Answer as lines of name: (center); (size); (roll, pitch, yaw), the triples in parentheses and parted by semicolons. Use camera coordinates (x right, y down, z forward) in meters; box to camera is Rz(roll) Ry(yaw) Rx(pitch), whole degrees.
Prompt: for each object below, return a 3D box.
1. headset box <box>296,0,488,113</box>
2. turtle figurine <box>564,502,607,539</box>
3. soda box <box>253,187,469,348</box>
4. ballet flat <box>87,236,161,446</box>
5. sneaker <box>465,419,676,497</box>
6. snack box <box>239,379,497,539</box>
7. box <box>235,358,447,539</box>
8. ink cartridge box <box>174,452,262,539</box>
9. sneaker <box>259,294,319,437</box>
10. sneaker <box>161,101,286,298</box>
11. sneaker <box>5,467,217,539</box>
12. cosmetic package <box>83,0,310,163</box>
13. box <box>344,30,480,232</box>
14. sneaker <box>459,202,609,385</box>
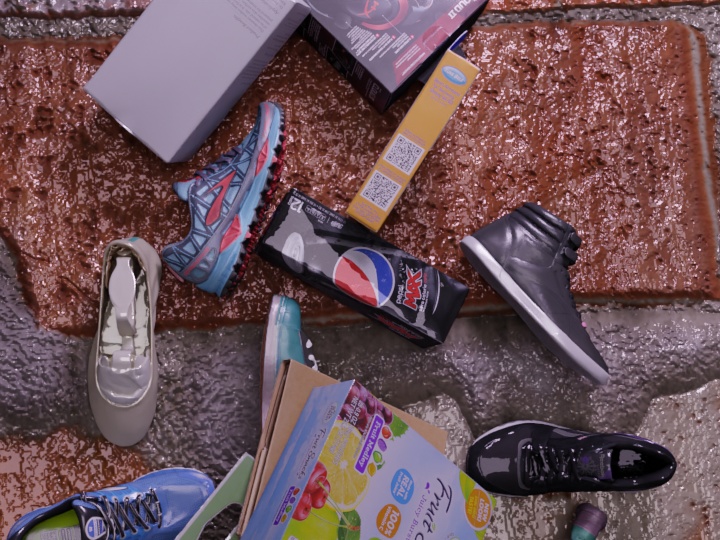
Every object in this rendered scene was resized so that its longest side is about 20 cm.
headset box: (0.021, -0.270, 1.160); (0.200, 0.075, 0.149); (44, 79, 2)
turtle figurine: (0.190, 0.325, 1.077); (0.150, 0.101, 0.200); (43, 73, 1)
soda box: (0.000, 0.000, 1.106); (0.200, 0.071, 0.063); (29, 77, -8)
ballet flat: (-0.224, 0.065, 1.081); (0.069, 0.069, 0.200); (1, 81, -7)
sneaker: (0.204, 0.180, 1.102); (0.200, 0.088, 0.076); (-1, 81, -7)
snack box: (0.012, 0.221, 0.996); (0.200, 0.068, 0.169); (42, 55, -26)
box: (-0.009, 0.192, 1.045); (0.200, 0.021, 0.164); (28, 62, -31)
ink cartridge box: (-0.084, 0.273, 1.039); (0.200, 0.048, 0.146); (43, 78, -20)
sneaker: (-0.056, 0.123, 1.093); (0.080, 0.071, 0.200); (0, 89, -8)
sneaker: (-0.134, -0.080, 1.109); (0.095, 0.079, 0.200); (20, 79, -1)
sneaker: (-0.225, 0.234, 1.041); (0.200, 0.089, 0.079); (-16, 84, -9)
cosmetic package: (-0.155, -0.211, 1.094); (0.113, 0.081, 0.200); (43, 103, 1)
box: (0.056, -0.133, 1.091); (0.041, 0.119, 0.200); (34, 98, -2)
sneaker: (0.200, 0.015, 1.136); (0.099, 0.071, 0.200); (-40, 83, -6)
